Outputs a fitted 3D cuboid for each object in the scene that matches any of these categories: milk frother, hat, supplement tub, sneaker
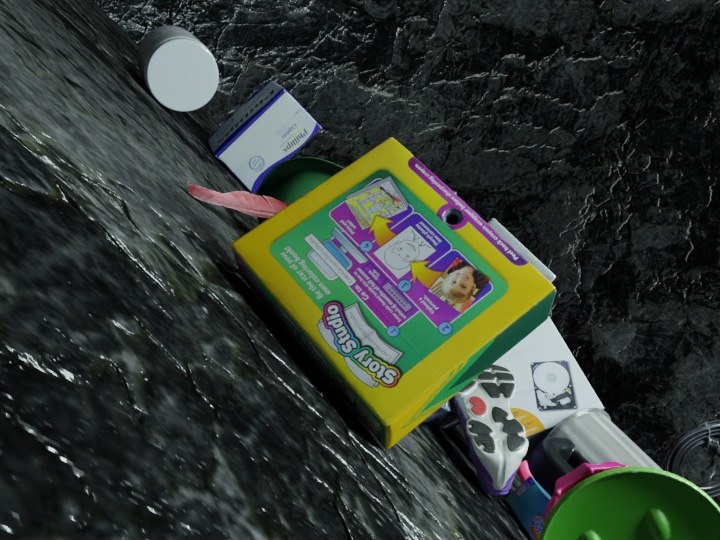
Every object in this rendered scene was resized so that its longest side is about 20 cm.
[{"bbox_3d":[0.314,0.216,0.890,0.180,0.200,0.188,39,6,-41],"label":"milk frother"},{"bbox_3d":[-0.085,-0.028,0.921,0.199,0.166,0.176,24,34,6],"label":"hat"},{"bbox_3d":[-0.342,-0.377,1.474,0.132,0.132,0.200,44,4,-30],"label":"supplement tub"},{"bbox_3d":[0.140,0.178,0.922,0.200,0.080,0.084,-85,179,-61],"label":"sneaker"}]

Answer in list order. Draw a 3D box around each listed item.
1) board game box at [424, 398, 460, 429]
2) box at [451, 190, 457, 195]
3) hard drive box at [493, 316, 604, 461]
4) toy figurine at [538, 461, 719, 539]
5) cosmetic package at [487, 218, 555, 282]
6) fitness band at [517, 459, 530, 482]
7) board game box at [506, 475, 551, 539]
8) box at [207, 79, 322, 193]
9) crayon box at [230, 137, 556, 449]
[{"bbox_3d":[0.073,0.115,0.949,0.136,0.035,0.200,70,11,21],"label":"board game box"},{"bbox_3d":[0.026,-0.035,1.025,0.199,0.049,0.162,8,-47,20],"label":"box"},{"bbox_3d":[0.199,0.141,1.049,0.077,0.155,0.200,83,-15,-52],"label":"hard drive box"},{"bbox_3d":[0.226,0.244,0.680,0.184,0.150,0.201,-7,75,-84],"label":"toy figurine"},{"bbox_3d":[0.086,0.052,0.772,0.085,0.200,0.108,44,5,9],"label":"cosmetic package"},{"bbox_3d":[0.230,0.254,1.125,0.144,0.037,0.201,-174,-118,-77],"label":"fitness band"},{"bbox_3d":[0.250,0.326,0.853,0.152,0.045,0.200,45,3,-15],"label":"board game box"},{"bbox_3d":[-0.193,-0.267,1.547,0.105,0.184,0.200,46,2,-24],"label":"box"},{"bbox_3d":[0.023,0.010,0.642,0.200,0.172,0.058,47,-17,25],"label":"crayon box"}]
